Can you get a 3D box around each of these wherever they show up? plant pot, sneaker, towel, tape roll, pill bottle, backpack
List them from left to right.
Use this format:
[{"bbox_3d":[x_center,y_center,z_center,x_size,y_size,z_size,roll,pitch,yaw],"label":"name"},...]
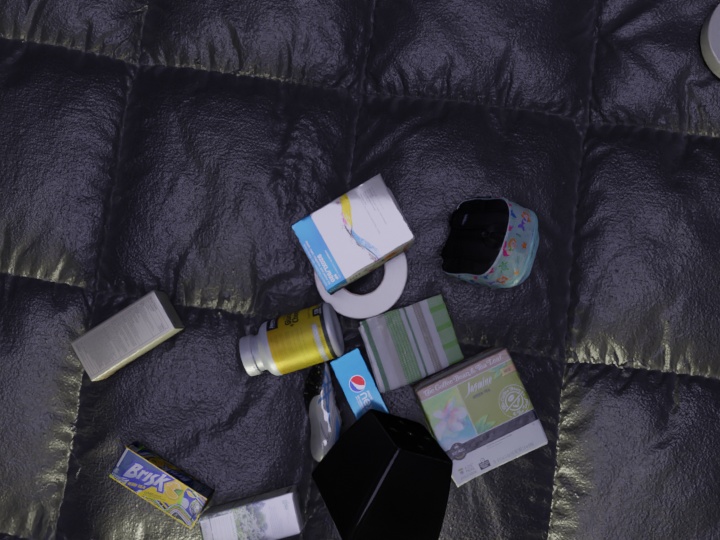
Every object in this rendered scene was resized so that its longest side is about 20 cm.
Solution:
[{"bbox_3d":[-0.138,0.145,1.303,0.196,0.112,0.114,-18,85,5],"label":"pill bottle"},{"bbox_3d":[-0.072,0.286,1.325,0.071,0.071,0.204,5,75,-38],"label":"sneaker"},{"bbox_3d":[0.000,0.000,1.356,0.198,0.037,0.207,0,86,0],"label":"tape roll"},{"bbox_3d":[0.055,0.378,1.191,0.197,0.200,0.180,22,101,-28],"label":"plant pot"},{"bbox_3d":[0.104,0.148,1.324,0.197,0.031,0.152,-17,87,-20],"label":"towel"},{"bbox_3d":[0.265,-0.052,1.279,0.148,0.200,0.181,19,84,-18],"label":"backpack"},{"bbox_3d":[0.836,-0.496,1.385,0.198,0.037,0.207,0,85,1],"label":"tape roll"}]

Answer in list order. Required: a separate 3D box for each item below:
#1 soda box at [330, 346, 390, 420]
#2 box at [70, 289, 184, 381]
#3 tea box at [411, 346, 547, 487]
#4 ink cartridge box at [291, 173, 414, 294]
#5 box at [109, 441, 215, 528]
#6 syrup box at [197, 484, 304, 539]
[{"bbox_3d":[0.010,0.262,1.319,0.067,0.064,0.203,-26,86,-2],"label":"soda box"},{"bbox_3d":[-0.474,0.132,1.326,0.198,0.078,0.096,-31,86,-2],"label":"box"},{"bbox_3d":[0.230,0.282,1.282,0.197,0.134,0.200,-25,85,-2],"label":"tea box"},{"bbox_3d":[-0.012,-0.066,1.269,0.198,0.147,0.146,-30,85,-2],"label":"ink cartridge box"},{"bbox_3d":[-0.401,0.432,1.309,0.198,0.064,0.071,31,86,3],"label":"box"},{"bbox_3d":[-0.215,0.499,1.292,0.196,0.081,0.080,-14,83,-2],"label":"syrup box"}]
